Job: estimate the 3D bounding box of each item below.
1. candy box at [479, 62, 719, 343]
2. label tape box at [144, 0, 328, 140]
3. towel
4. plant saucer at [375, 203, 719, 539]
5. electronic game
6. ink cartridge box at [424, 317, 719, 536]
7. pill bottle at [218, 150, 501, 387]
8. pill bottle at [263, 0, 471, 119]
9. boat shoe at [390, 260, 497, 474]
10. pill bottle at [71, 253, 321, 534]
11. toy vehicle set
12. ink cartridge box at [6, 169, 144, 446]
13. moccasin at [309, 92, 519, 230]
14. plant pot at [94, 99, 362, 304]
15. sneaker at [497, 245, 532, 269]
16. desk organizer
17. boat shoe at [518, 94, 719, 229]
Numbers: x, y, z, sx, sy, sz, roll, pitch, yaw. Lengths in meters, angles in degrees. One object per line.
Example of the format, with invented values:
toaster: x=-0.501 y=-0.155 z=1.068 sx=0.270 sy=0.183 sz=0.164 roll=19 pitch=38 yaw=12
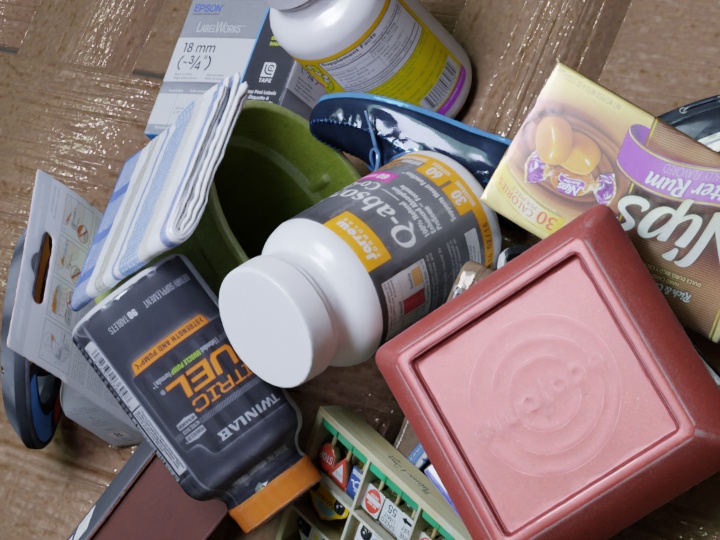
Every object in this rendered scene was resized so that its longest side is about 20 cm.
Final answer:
candy box: x=0.199 y=-0.047 z=1.613 sx=0.200 sy=0.056 sz=0.117 roll=33 pitch=97 yaw=17
label tape box: x=-0.087 y=-0.190 z=1.969 sx=0.144 sy=0.063 sz=0.200 roll=6 pitch=70 yaw=38
towel: x=-0.151 y=-0.054 z=1.709 sx=0.200 sy=0.024 sz=0.147 roll=-31 pitch=35 yaw=57
plant saucer: x=0.127 y=0.085 z=1.540 sx=0.200 sy=0.037 sz=0.200 roll=-34 pitch=72 yaw=15
electronic game: x=-0.261 y=0.048 z=1.893 sx=0.042 sy=0.200 sz=0.200 roll=3 pitch=63 yaw=3
ink cartridge box: x=0.147 y=0.108 z=1.565 sx=0.200 sy=0.037 sz=0.095 roll=-42 pitch=70 yaw=9
pill bottle: x=0.000 y=0.000 z=1.666 sx=0.116 sy=0.117 sz=0.200 roll=16 pitch=35 yaw=41
pill bottle: x=-0.002 y=-0.190 z=1.808 sx=0.104 sy=0.200 sz=0.104 roll=-20 pitch=50 yaw=26
boat shoe: x=0.064 y=0.072 z=1.659 sx=0.072 sy=0.072 sz=0.200 roll=42 pitch=125 yaw=15
pill bottle: x=-0.114 y=0.095 z=1.684 sx=0.106 sy=0.106 sz=0.200 roll=-38 pitch=87 yaw=14
toy vehicle set: x=0.018 y=0.200 z=1.660 sx=0.200 sy=0.026 sz=0.124 roll=39 pitch=120 yaw=43
ink cartridge box: x=-0.228 y=0.033 z=1.857 sx=0.047 sy=0.200 sz=0.160 roll=-10 pitch=60 yaw=29
moccasin: x=0.044 y=-0.085 z=1.773 sx=0.200 sy=0.080 sz=0.068 roll=16 pitch=72 yaw=24
plant pot: x=-0.108 y=-0.003 z=1.813 sx=0.184 sy=0.200 sz=0.201 roll=-33 pitch=49 yaw=33
sneaker: x=0.165 y=0.064 z=1.643 sx=0.200 sy=0.075 sz=0.081 roll=42 pitch=120 yaw=37
desk organizer: x=-0.163 y=0.194 z=1.802 sx=0.200 sy=0.077 sz=0.072 roll=-52 pitch=11 yaw=22
boat shoe: x=0.203 y=-0.076 z=1.684 sx=0.200 sy=0.075 sz=0.062 roll=-20 pitch=53 yaw=20
